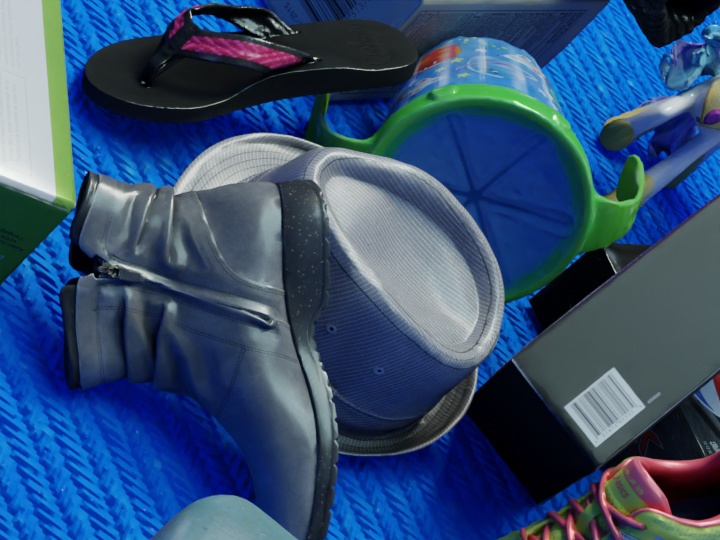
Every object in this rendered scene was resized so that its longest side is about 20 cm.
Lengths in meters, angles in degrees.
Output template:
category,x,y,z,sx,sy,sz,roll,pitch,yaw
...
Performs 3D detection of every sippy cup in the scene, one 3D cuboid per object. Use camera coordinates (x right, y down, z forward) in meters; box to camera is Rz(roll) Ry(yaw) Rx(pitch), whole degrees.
category,x,y,z,sx,sy,sz,roll,pitch,yaw
sippy cup,0.067,-0.069,1.420,0.178,0.139,0.131,46,23,-20

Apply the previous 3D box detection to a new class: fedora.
category,x,y,z,sx,sy,sz,roll,pitch,yaw
fedora,0.000,0.000,1.278,0.200,0.090,0.177,47,47,-9

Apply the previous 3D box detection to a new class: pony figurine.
category,x,y,z,sx,sy,sz,roll,pitch,yaw
pony figurine,0.256,-0.115,1.595,0.167,0.200,0.193,59,35,1

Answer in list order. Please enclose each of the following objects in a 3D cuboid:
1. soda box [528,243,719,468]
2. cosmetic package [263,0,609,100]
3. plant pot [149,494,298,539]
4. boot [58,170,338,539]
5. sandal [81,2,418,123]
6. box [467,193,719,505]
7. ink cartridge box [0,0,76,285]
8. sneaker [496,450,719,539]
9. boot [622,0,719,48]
category,x,y,z,sx,sy,sz,roll,pitch,yaw
soda box,0.178,0.083,1.437,0.063,0.071,0.201,2,56,-47
cosmetic package,0.049,-0.170,1.512,0.200,0.103,0.087,-6,59,-52
plant pot,-0.058,0.206,0.964,0.196,0.196,0.200,40,27,-12
boot,-0.082,0.052,1.183,0.131,0.070,0.201,-2,84,-14
sandal,-0.061,-0.124,1.340,0.199,0.045,0.075,-10,42,-24
box,0.164,0.031,1.329,0.200,0.141,0.079,-37,82,-15
ink cartridge box,-0.240,-0.096,1.147,0.199,0.076,0.148,20,44,-33
sneaker,0.128,0.134,1.248,0.199,0.091,0.078,-18,42,-7
boot,0.131,-0.213,1.482,0.211,0.079,0.158,-10,59,-52
